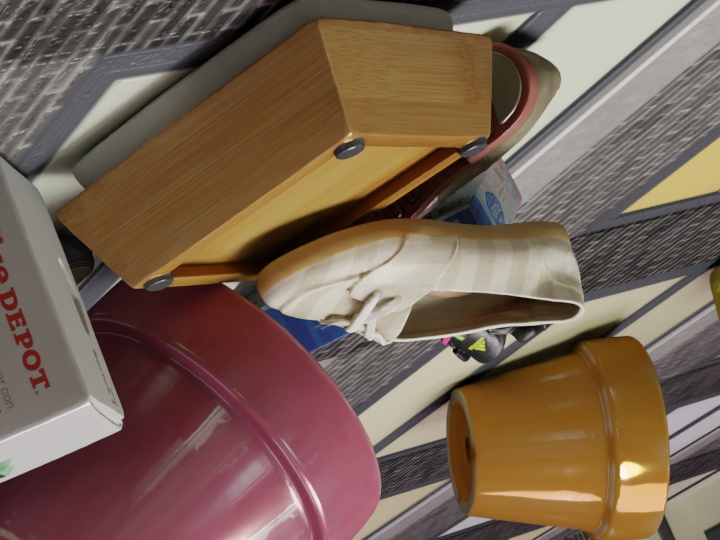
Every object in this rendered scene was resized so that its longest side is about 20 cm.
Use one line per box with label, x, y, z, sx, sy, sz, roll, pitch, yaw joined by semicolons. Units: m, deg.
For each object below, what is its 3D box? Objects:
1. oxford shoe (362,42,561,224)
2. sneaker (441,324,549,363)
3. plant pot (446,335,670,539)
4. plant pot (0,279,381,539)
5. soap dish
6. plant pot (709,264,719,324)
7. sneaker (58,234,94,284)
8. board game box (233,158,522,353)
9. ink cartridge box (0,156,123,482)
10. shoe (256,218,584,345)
oxford shoe;0.038;-0.063;1.368;0.200;0.071;0.075;-31;168;29
sneaker;0.071;0.028;1.722;0.199;0.088;0.074;-10;161;-43
plant pot;0.186;0.170;2.269;0.182;0.201;0.200;-3;162;-11
plant pot;-0.118;0.127;1.299;0.179;0.200;0.200;-46;178;-28
soap dish;-0.039;-0.062;1.223;0.200;0.082;0.157;-33;163;32
plant pot;0.444;0.037;2.168;0.175;0.201;0.200;-6;161;-20
sneaker;-0.213;0.065;1.346;0.200;0.086;0.078;-47;159;15
board game box;0.000;0.000;1.460;0.199;0.044;0.199;-27;-172;13
ink cartridge box;-0.240;0.047;1.172;0.199;0.145;0.084;-23;166;0
shoe;0.038;0.008;1.287;0.199;0.054;0.070;-5;153;-26
